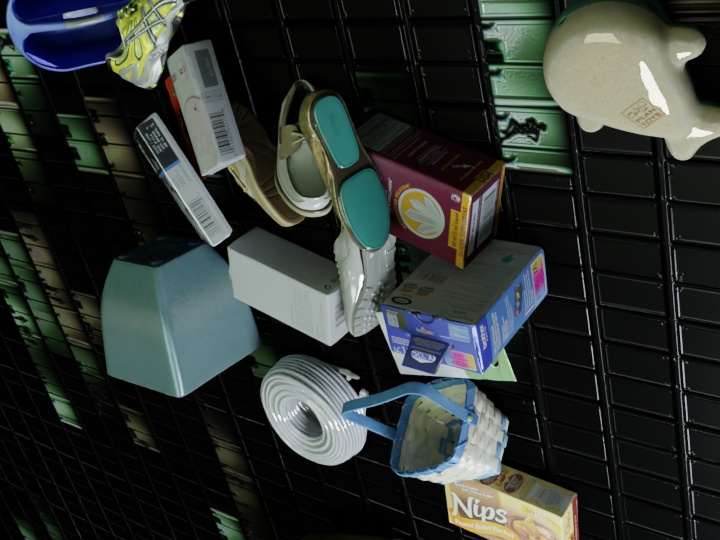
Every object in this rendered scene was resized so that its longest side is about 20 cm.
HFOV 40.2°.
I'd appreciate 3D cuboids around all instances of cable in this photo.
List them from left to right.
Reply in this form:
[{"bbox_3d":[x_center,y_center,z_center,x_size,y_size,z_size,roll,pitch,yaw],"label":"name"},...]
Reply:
[{"bbox_3d":[-0.076,0.232,1.614,0.198,0.069,0.203,19,132,32],"label":"cable"}]

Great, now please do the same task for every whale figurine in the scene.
[{"bbox_3d":[0.271,-0.192,0.950,0.198,0.105,0.159,30,143,-16],"label":"whale figurine"}]

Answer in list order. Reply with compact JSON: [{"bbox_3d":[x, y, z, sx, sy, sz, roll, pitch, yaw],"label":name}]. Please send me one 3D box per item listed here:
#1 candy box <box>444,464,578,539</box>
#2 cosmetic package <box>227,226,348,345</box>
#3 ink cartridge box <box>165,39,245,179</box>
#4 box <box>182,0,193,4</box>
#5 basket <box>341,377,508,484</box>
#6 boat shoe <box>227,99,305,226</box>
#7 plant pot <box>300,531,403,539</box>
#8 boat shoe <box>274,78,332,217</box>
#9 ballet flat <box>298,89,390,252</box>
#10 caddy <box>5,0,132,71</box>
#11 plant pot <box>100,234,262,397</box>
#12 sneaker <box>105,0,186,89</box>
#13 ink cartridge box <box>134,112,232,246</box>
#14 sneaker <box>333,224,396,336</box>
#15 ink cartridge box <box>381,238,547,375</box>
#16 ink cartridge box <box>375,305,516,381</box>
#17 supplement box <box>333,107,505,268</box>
[{"bbox_3d":[0.219,0.348,1.440,0.198,0.055,0.117,17,131,35],"label":"candy box"},{"bbox_3d":[-0.102,0.021,1.471,0.198,0.074,0.103,26,135,29],"label":"cosmetic package"},{"bbox_3d":[-0.236,-0.211,1.367,0.199,0.056,0.165,-13,95,57],"label":"ink cartridge box"},{"bbox_3d":[-0.188,-0.441,1.179,0.140,0.079,0.202,-1,120,40],"label":"box"},{"bbox_3d":[0.092,0.215,1.366,0.198,0.141,0.175,27,150,-30],"label":"basket"},{"bbox_3d":[-0.145,-0.144,1.386,0.202,0.073,0.066,58,146,6],"label":"boat shoe"},{"bbox_3d":[0.004,0.548,1.716,0.191,0.200,0.202,-21,106,37],"label":"plant pot"},{"bbox_3d":[-0.072,-0.156,1.226,0.069,0.073,0.202,101,161,-48],"label":"boat shoe"},{"bbox_3d":[-0.020,-0.119,1.161,0.070,0.071,0.202,-2,118,44],"label":"ballet flat"},{"bbox_3d":[-0.383,-0.355,1.343,0.105,0.197,0.143,-127,25,-52],"label":"caddy"},{"bbox_3d":[-0.306,0.057,1.607,0.194,0.196,0.203,10,119,38],"label":"plant pot"},{"bbox_3d":[-0.281,-0.339,1.306,0.202,0.075,0.076,-65,26,24],"label":"sneaker"},{"bbox_3d":[-0.265,-0.129,1.457,0.200,0.043,0.200,57,171,-8],"label":"ink cartridge box"},{"bbox_3d":[0.000,0.000,1.367,0.080,0.076,0.203,31,131,32],"label":"sneaker"},{"bbox_3d":[0.118,0.043,1.178,0.135,0.200,0.077,11,128,37],"label":"ink cartridge box"},{"bbox_3d":[0.124,0.085,1.317,0.198,0.059,0.105,-1,120,43],"label":"ink cartridge box"},{"bbox_3d":[0.068,-0.103,1.200,0.198,0.086,0.112,26,136,26],"label":"supplement box"}]
